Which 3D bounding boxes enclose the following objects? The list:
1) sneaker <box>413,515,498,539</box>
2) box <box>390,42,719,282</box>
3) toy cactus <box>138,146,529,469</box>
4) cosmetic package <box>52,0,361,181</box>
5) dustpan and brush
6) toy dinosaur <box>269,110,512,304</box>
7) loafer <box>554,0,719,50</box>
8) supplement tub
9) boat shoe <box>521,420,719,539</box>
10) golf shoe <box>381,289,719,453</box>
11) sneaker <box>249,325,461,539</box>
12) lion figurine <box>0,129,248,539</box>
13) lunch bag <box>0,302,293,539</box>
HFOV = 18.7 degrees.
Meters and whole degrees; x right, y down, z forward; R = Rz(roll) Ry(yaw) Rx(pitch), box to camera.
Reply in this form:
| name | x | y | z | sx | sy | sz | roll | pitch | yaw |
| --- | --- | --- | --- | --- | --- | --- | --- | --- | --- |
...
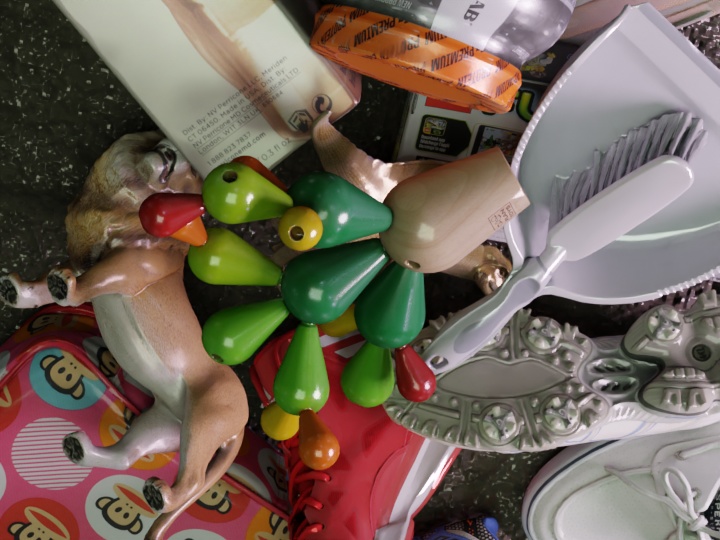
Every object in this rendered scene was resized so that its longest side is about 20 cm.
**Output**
| name | x | y | z | sx | sy | sz | roll | pitch | yaw |
| --- | --- | --- | --- | --- | --- | --- | --- | --- | --- |
| sneaker | 0.090 | 0.216 | 1.198 | 0.078 | 0.075 | 0.200 | -35 | 109 | 10 |
| box | 0.119 | -0.056 | 1.087 | 0.200 | 0.035 | 0.110 | 11 | 134 | -3 |
| toy cactus | 0.000 | 0.000 | 1.000 | 0.165 | 0.102 | 0.200 | -30 | 132 | 5 |
| cosmetic package | -0.093 | -0.144 | 1.041 | 0.087 | 0.103 | 0.200 | -36 | 109 | 13 |
| dustpan and brush | 0.102 | -0.018 | 1.050 | 0.140 | 0.057 | 0.200 | 40 | 121 | -24 |
| toy dinosaur | 0.002 | -0.029 | 1.072 | 0.101 | 0.058 | 0.200 | -28 | 140 | 20 |
| loafer | 0.168 | -0.150 | 1.059 | 0.200 | 0.072 | 0.063 | -15 | 129 | 14 |
| supplement tub | 0.053 | -0.179 | 0.981 | 0.122 | 0.123 | 0.200 | 18 | 88 | -6 |
| boat shoe | 0.185 | 0.122 | 1.149 | 0.202 | 0.086 | 0.075 | -12 | 112 | 5 |
| golf shoe | 0.107 | 0.066 | 1.122 | 0.200 | 0.078 | 0.097 | -3 | 157 | -4 |
| sneaker | -0.028 | 0.106 | 1.105 | 0.116 | 0.200 | 0.078 | 39 | 137 | -8 |
| lion figurine | -0.100 | 0.033 | 1.086 | 0.072 | 0.122 | 0.200 | -13 | 97 | 42 |
| lunch bag | -0.140 | 0.133 | 1.162 | 0.200 | 0.082 | 0.176 | 41 | 108 | -15 |
